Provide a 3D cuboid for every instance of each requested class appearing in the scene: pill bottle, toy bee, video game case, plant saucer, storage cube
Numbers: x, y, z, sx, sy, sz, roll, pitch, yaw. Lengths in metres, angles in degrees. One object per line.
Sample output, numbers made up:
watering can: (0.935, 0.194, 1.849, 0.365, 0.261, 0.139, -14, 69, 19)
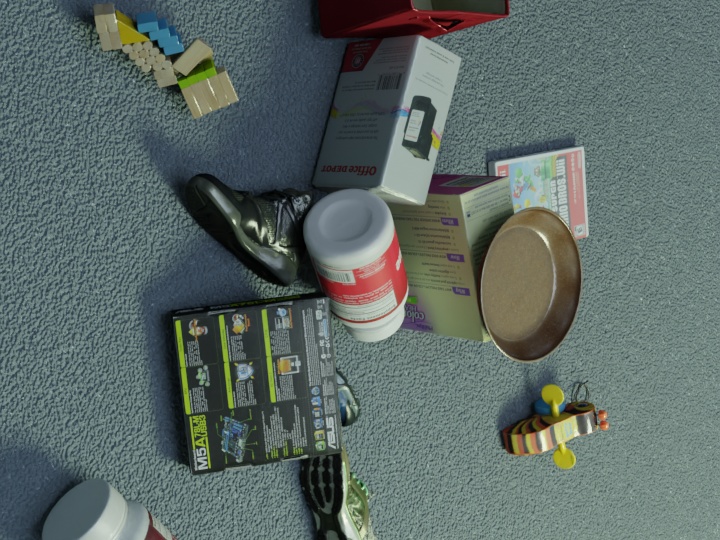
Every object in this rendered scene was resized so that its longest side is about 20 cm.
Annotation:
pill bottle: (-0.262, 0.335, 1.447, 0.114, 0.114, 0.200, -53, 124, -23)
toy bee: (0.316, 0.223, 1.929, 0.200, 0.108, 0.131, -46, 119, -27)
video game case: (0.272, -0.106, 1.918, 0.199, 0.017, 0.144, -13, 103, -38)
plant saucer: (0.212, 0.017, 1.637, 0.200, 0.037, 0.202, -6, 99, -41)
storage cube: (0.059, -0.389, 1.592, 0.170, 0.179, 0.201, -7, 92, -40)
pill bottle: (0.000, 0.000, 1.604, 0.112, 0.112, 0.200, -51, 149, -25)

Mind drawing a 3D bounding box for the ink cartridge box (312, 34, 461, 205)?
ink cartridge box: (0.032, -0.189, 1.623, 0.083, 0.145, 0.201, 19, 82, -39)

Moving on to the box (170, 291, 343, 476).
box: (-0.124, 0.136, 1.538, 0.192, 0.048, 0.201, -8, 100, -9)

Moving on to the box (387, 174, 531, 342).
box: (0.121, -0.021, 1.694, 0.096, 0.175, 0.201, -21, 107, -37)

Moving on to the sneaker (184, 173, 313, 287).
sneaker: (-0.129, -0.077, 1.548, 0.199, 0.076, 0.115, 43, 66, -38)

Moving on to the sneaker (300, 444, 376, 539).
sneaker: (-0.021, 0.299, 1.687, 0.088, 0.077, 0.201, -30, 118, -48)

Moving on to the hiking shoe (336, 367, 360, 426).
hiking shoe: (-0.082, 0.137, 1.617, 0.087, 0.074, 0.200, -47, 112, -18)

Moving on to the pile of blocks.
pile of blocks: (-0.222, -0.258, 1.452, 0.082, 0.062, 0.200, -39, 132, 18)
